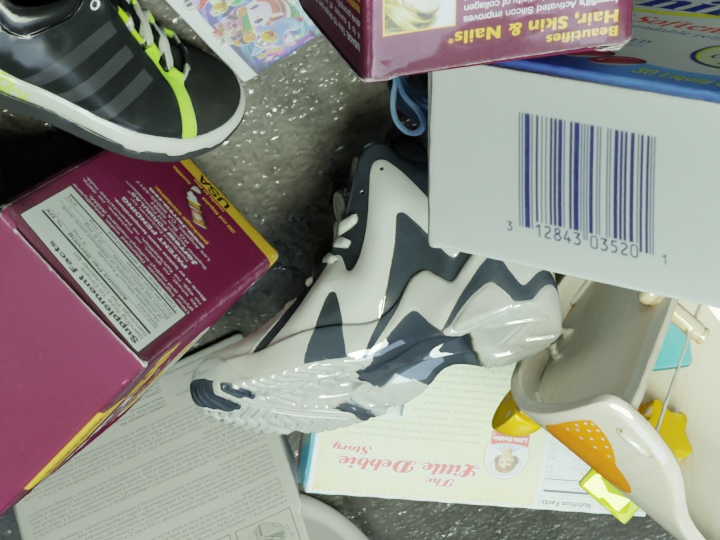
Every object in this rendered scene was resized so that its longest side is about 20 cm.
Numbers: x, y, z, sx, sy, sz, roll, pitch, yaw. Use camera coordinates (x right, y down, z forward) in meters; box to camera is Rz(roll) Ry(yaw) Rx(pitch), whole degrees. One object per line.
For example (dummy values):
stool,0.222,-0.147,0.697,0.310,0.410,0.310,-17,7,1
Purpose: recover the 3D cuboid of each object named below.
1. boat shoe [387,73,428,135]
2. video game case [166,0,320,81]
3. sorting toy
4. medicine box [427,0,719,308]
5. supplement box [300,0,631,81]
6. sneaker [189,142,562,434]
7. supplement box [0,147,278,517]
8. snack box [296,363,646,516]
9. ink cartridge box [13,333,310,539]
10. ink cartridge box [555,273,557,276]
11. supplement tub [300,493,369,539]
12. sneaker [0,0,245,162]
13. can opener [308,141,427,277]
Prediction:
boat shoe,0.046,-0.095,1.352,0.068,0.085,0.200,-18,151,15
video game case,-0.010,-0.184,1.281,0.199,0.018,0.143,-32,142,11
sorting toy,0.172,0.082,1.377,0.107,0.200,0.180,-31,111,38
medicine box,0.159,-0.067,1.276,0.200,0.181,0.104,-25,120,-49
supplement box,0.046,-0.200,1.164,0.130,0.103,0.201,-9,119,-18
sneaker,0.000,0.000,1.375,0.198,0.130,0.079,-22,147,19
supplement box,-0.142,0.022,1.305,0.131,0.103,0.200,-44,179,23
snack box,0.071,0.071,1.460,0.198,0.037,0.117,5,110,-12
ink cartridge box,-0.106,0.149,1.478,0.160,0.201,0.050,-24,143,3
ink cartridge box,0.127,0.032,1.550,0.199,0.085,0.146,-35,140,15
supplement tub,-0.078,0.245,1.662,0.131,0.132,0.200,17,126,-40
sneaker,-0.127,-0.113,1.263,0.199,0.072,0.083,13,129,-37
can opener,0.002,0.014,1.492,0.066,0.053,0.201,-7,140,-20
